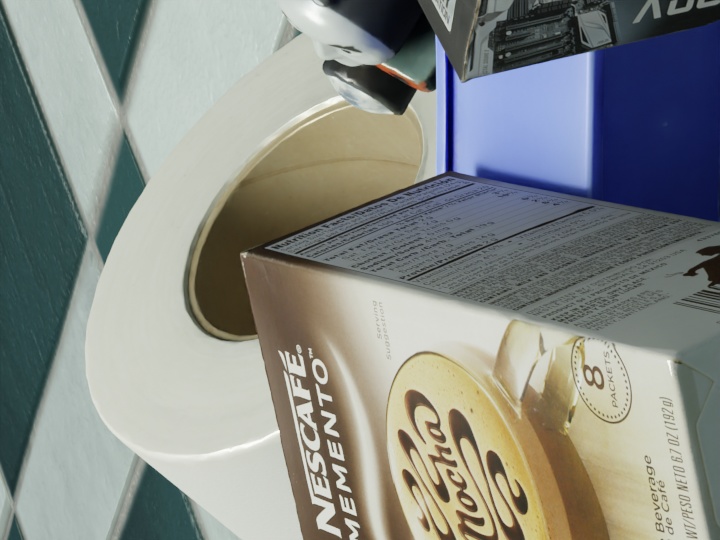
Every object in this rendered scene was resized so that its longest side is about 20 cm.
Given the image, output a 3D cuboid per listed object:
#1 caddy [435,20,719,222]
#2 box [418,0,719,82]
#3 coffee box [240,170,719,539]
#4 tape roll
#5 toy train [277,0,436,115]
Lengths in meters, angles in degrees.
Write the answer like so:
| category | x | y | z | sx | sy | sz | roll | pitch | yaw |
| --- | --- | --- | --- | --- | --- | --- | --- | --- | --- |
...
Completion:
| category | x | y | z | sx | sy | sz | roll | pitch | yaw |
| --- | --- | --- | --- | --- | --- | --- | --- | --- | --- |
| caddy | 0.094 | -0.065 | 0.826 | 0.105 | 0.141 | 0.200 | 36 | 133 | 54 |
| box | 0.089 | -0.141 | 0.720 | 0.050 | 0.200 | 0.158 | 102 | 149 | -52 |
| coffee box | 0.059 | 0.046 | 0.725 | 0.200 | 0.080 | 0.113 | 13 | 120 | 57 |
| tape roll | 0.000 | 0.000 | 0.949 | 0.071 | 0.202 | 0.202 | 44 | 178 | -34 |
| toy train | 0.041 | -0.145 | 0.860 | 0.085 | 0.200 | 0.114 | 32 | 180 | 19 |
